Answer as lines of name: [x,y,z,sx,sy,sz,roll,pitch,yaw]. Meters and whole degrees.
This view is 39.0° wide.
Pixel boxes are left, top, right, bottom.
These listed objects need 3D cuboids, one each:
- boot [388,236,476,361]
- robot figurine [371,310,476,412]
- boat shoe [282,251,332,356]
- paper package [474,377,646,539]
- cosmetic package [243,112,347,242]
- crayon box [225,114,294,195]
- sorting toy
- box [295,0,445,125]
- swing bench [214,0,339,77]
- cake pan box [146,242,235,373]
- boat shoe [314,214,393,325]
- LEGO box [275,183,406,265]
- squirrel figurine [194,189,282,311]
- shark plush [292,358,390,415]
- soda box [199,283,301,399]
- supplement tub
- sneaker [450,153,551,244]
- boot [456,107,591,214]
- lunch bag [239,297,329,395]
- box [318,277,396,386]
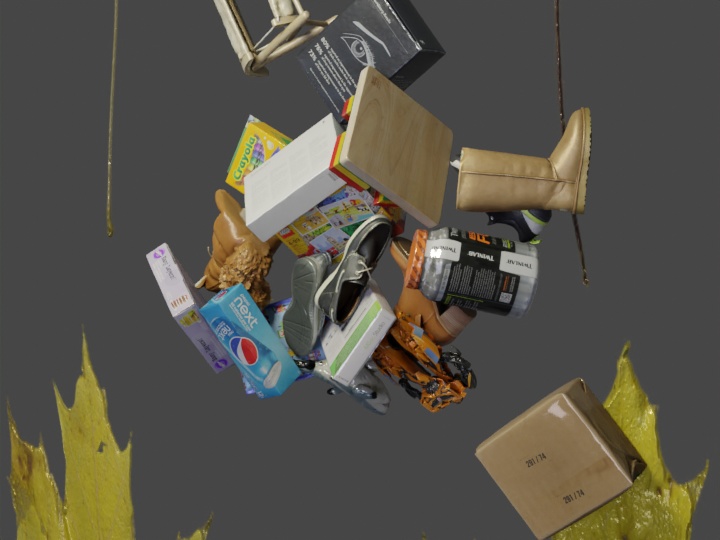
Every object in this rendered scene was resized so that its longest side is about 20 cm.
boot: [0.086,0.052,1.748,0.200,0.077,0.155,45,123,-5]
robot figurine: [0.101,0.165,1.730,0.200,0.058,0.145,44,130,-13]
boat shoe: [-0.088,0.061,1.790,0.074,0.065,0.203,27,124,32]
paper package: [0.322,0.306,1.644,0.200,0.103,0.191,-42,79,26]
cosmetic package: [-0.104,-0.157,1.700,0.200,0.052,0.151,-34,37,17]
crayon box: [-0.164,-0.185,1.866,0.200,0.052,0.126,33,112,21]
sorting toy: [0.046,-0.188,1.629,0.070,0.199,0.201,-27,40,43]
box: [0.017,-0.362,1.708,0.200,0.104,0.148,-37,79,28]
swing bench: [-0.174,-0.475,1.783,0.200,0.130,0.199,-28,84,30]
cake pan box: [-0.314,0.068,1.882,0.052,0.184,0.200,-30,46,-5]
boat shoe: [0.000,0.000,1.705,0.200,0.072,0.068,-58,37,14]
LEGO box: [-0.042,-0.100,1.754,0.200,0.077,0.149,-24,128,30]
squirrel figurine: [-0.229,-0.009,1.857,0.187,0.141,0.200,-52,37,32]
shark plush: [-0.041,0.204,1.818,0.199,0.091,0.083,11,134,-4]
soda box: [-0.192,0.126,1.788,0.064,0.068,0.200,-18,110,45]
supplement tub: [0.177,0.000,1.625,0.199,0.123,0.123,12,105,-3]
sneaker: [0.216,-0.113,1.655,0.200,0.072,0.083,38,115,19]
boot: [0.254,-0.173,1.581,0.199,0.066,0.176,5,87,8]
lunch bag: [-0.128,0.129,1.882,0.199,0.094,0.151,-16,87,21]
box: [-0.009,0.097,1.735,0.036,0.200,0.145,32,100,-16]
